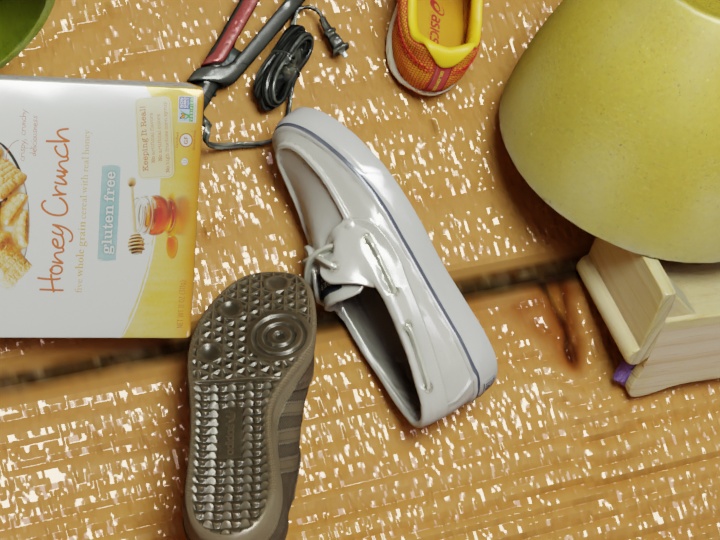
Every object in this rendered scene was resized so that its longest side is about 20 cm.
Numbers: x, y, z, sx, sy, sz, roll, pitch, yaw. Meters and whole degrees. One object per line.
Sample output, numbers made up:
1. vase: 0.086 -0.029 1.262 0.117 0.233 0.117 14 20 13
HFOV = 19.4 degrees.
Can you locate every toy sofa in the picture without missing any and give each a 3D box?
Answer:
1. toy sofa: 0.240 0.007 1.314 0.199 0.098 0.083 -7 50 -22

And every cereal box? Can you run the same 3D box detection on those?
1. cereal box: -0.189 -0.035 1.156 0.199 0.040 0.144 0 100 -20

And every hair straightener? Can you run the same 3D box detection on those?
1. hair straightener: -0.040 -0.150 1.277 0.077 0.041 0.200 32 65 -7

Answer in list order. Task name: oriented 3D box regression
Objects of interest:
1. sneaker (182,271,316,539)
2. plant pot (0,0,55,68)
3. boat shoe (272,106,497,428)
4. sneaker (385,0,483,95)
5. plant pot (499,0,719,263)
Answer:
1. sneaker: -0.065 0.091 1.181 0.070 0.076 0.200 5 47 7
2. plant pot: -0.286 -0.213 1.140 0.200 0.200 0.193 -11 65 -23
3. boat shoe: 0.000 0.000 1.230 0.066 0.072 0.200 -33 94 -30
4. sneaker: 0.052 -0.210 1.312 0.073 0.077 0.201 0 71 -18
5. plant pot: 0.196 -0.125 1.260 0.199 0.142 0.200 8 45 -8
